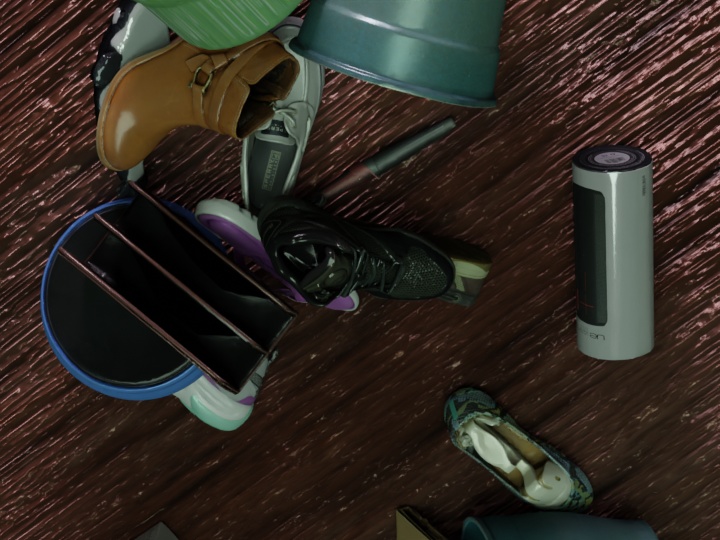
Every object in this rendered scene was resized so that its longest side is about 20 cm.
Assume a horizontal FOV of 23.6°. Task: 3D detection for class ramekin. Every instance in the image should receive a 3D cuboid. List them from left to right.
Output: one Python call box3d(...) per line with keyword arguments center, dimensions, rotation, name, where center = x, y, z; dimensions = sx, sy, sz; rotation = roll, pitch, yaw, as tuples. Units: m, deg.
box3d(center=(-0.119, -0.294, 1.533), dimensions=(0.199, 0.201, 0.098), rotation=(-33, 135, 14), name="ramekin")

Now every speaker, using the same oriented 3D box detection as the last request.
box3d(center=(0.250, -0.016, 1.698), dimensions=(0.080, 0.081, 0.202), rotation=(-3, 113, 3), name="speaker")

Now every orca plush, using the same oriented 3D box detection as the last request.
box3d(center=(-0.228, -0.177, 1.673), dimensions=(0.071, 0.105, 0.202), rotation=(27, 133, 39), name="orca plush")

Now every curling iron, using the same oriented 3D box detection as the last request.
box3d(center=(0.008, -0.092, 1.683), dimensions=(0.199, 0.050, 0.026), rotation=(-31, 121, -5), name="curling iron")

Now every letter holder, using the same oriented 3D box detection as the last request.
box3d(center=(-0.170, 0.013, 1.611), dimensions=(0.199, 0.142, 0.101), rotation=(38, 87, 7), name="letter holder")

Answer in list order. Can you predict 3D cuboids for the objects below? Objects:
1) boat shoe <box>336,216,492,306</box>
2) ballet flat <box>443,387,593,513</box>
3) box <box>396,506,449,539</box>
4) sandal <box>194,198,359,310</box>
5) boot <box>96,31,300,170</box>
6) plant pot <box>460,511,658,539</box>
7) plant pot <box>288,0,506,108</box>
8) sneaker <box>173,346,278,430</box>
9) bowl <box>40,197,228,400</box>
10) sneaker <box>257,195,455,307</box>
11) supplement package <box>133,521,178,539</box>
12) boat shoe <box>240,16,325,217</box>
box3d(center=(0.030, -0.006, 1.714), dimensions=(0.199, 0.072, 0.067), rotation=(11, 107, -7), name="boat shoe")
box3d(center=(0.164, 0.203, 1.797), dimensions=(0.199, 0.074, 0.074), rotation=(37, 109, -13), name="ballet flat")
box3d(center=(0.087, 0.373, 1.826), dimensions=(0.021, 0.163, 0.202), rotation=(-13, 115, -26), name="box")
box3d(center=(-0.089, -0.002, 1.700), dimensions=(0.202, 0.082, 0.050), rotation=(35, 68, -28), name="sandal")
box3d(center=(-0.148, -0.150, 1.588), dimensions=(0.201, 0.155, 0.077), rotation=(-51, 141, 1), name="boot")
box3d(center=(0.219, 0.339, 1.793), dimensions=(0.186, 0.200, 0.202), rotation=(-10, 113, -10), name="plant pot")
box3d(center=(0.055, -0.270, 1.549), dimensions=(0.198, 0.200, 0.198), rotation=(15, 105, -4), name="plant pot")
box3d(center=(-0.178, 0.062, 1.753), dimensions=(0.199, 0.078, 0.141), rotation=(26, 108, -16), name="sneaker")
box3d(center=(-0.222, 0.026, 1.704), dimensions=(0.198, 0.039, 0.203), rotation=(0, 84, 4), name="bowl")
box3d(center=(0.000, 0.000, 1.618), dimensions=(0.198, 0.115, 0.077), rotation=(20, 115, -17), name="sneaker")
box3d(center=(-0.262, 0.390, 1.859), dimensions=(0.199, 0.121, 0.120), rotation=(-34, 107, 14), name="supplement package")
box3d(center=(-0.081, -0.141, 1.665), dimensions=(0.071, 0.066, 0.202), rotation=(15, 112, -4), name="boat shoe")
